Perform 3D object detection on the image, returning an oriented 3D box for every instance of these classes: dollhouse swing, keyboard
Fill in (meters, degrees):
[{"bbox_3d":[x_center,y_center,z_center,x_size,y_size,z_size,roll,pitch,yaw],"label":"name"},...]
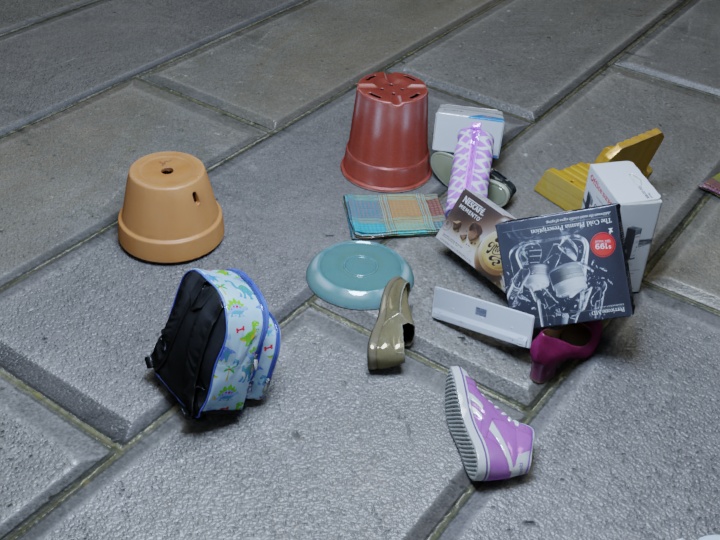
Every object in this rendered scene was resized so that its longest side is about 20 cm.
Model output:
[{"bbox_3d":[0.496,-0.233,2.009,0.199,0.176,0.182,-22,43,-29],"label":"dollhouse swing"},{"bbox_3d":[0.202,0.077,1.628,0.199,0.057,0.011,17,13,37],"label":"keyboard"}]

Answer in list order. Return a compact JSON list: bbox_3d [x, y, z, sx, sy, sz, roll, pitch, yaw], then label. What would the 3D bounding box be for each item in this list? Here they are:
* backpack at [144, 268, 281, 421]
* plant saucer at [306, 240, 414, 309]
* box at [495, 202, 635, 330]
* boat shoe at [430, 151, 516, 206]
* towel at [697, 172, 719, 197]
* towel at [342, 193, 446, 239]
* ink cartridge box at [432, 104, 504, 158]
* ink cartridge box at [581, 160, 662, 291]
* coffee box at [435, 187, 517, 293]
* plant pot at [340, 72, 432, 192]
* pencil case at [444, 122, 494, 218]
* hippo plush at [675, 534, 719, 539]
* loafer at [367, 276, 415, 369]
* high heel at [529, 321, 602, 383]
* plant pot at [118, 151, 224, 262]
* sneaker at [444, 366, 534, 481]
[{"bbox_3d":[-0.213,0.100,1.474,0.146,0.201,0.183,-1,29,-40],"label":"backpack"},{"bbox_3d":[0.000,0.000,1.775,0.199,0.028,0.201,3,36,-2],"label":"plant saucer"},{"bbox_3d":[0.342,-0.006,1.609,0.199,0.183,0.104,-9,3,19],"label":"box"},{"bbox_3d":[0.240,-0.199,2.027,0.199,0.075,0.066,27,38,30],"label":"boat shoe"},{"bbox_3d":[0.840,-0.161,2.070,0.143,0.023,0.200,-25,45,-34],"label":"towel"},{"bbox_3d":[0.071,-0.113,1.939,0.199,0.022,0.147,-3,37,-9],"label":"towel"},{"bbox_3d":[0.236,-0.306,2.113,0.144,0.084,0.200,8,16,6],"label":"ink cartridge box"},{"bbox_3d":[0.466,-0.079,1.774,0.083,0.201,0.145,-4,36,-11],"label":"ink cartridge box"},{"bbox_3d":[0.247,-0.051,1.775,0.080,0.113,0.200,16,20,-47],"label":"coffee box"},{"bbox_3d":[0.061,-0.300,2.045,0.200,0.196,0.201,3,36,-2],"label":"plant pot"},{"bbox_3d":[0.217,-0.187,1.932,0.084,0.086,0.201,2,67,18],"label":"pencil case"},{"bbox_3d":[0.470,0.407,1.198,0.160,0.160,0.200,-6,6,43],"label":"hippo plush"},{"bbox_3d":[0.060,0.092,1.621,0.067,0.076,0.200,11,47,8],"label":"loafer"},{"bbox_3d":[0.349,0.104,1.602,0.067,0.096,0.200,27,42,28],"label":"high heel"},{"bbox_3d":[-0.357,-0.128,1.810,0.199,0.141,0.200,2,37,-2],"label":"plant pot"},{"bbox_3d":[0.196,0.227,1.453,0.114,0.073,0.201,-2,47,-14],"label":"sneaker"}]
